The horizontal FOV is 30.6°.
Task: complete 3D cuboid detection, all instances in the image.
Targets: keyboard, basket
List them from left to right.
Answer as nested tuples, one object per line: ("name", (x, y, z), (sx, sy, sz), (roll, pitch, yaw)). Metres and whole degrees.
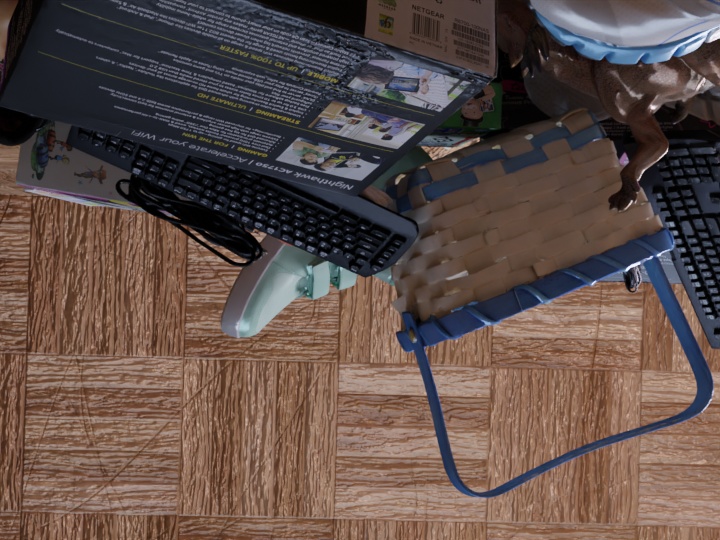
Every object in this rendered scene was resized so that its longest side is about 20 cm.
("keyboard", (-0.073, -0.035, 0.748), (0.199, 0.040, 0.104), (25, 153, -10))
("basket", (0.108, 0.017, 0.793), (0.175, 0.201, 0.139), (-17, 174, -17))
("keyboard", (0.210, -0.014, 0.854), (0.127, 0.021, 0.200), (3, 140, 38))

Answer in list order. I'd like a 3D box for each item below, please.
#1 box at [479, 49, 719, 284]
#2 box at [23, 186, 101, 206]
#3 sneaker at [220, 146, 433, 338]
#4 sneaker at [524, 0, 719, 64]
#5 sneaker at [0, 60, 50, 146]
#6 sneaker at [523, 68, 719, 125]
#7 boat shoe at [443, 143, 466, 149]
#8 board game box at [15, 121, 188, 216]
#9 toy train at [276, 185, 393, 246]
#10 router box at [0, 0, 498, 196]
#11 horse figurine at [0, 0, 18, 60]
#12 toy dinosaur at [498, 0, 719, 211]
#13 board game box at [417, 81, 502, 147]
("box", (0.187, -0.073, 0.923), (0.199, 0.133, 0.115), (2, -137, 10))
("box", (-0.221, -0.114, 1.194), (0.112, 0.102, 0.200), (1, 179, 4))
("sneaker", (0.000, 0.000, 0.937), (0.118, 0.200, 0.074), (43, 165, 11))
("sneaker", (0.166, -0.134, 0.542), (0.199, 0.075, 0.087), (-3, 169, -4))
("sneaker", (-0.257, -0.125, 0.901), (0.076, 0.084, 0.200), (-9, -175, -32))
("sneaker", (0.204, -0.132, 0.805), (0.199, 0.078, 0.082), (6, -157, 23))
("boat shoe", (0.106, -0.121, 1.087), (0.199, 0.064, 0.073), (-1, 179, 4))
("board game box", (-0.136, -0.072, 1.000), (0.199, 0.065, 0.147), (8, 180, 13))
("toy train", (-0.081, -0.071, 0.780), (0.199, 0.056, 0.150), (32, 180, -5))
("router box", (-0.057, -0.105, 0.625), (0.199, 0.051, 0.149), (14, 155, -23))
("horse figurine", (-0.233, -0.144, 0.703), (0.132, 0.050, 0.200), (-13, 166, 30))
("toy dinosaur", (0.162, -0.125, 0.703), (0.199, 0.136, 0.086), (-21, -148, 27))
("board game box", (0.009, -0.100, 0.844), (0.134, 0.029, 0.200), (1, -178, -3))
